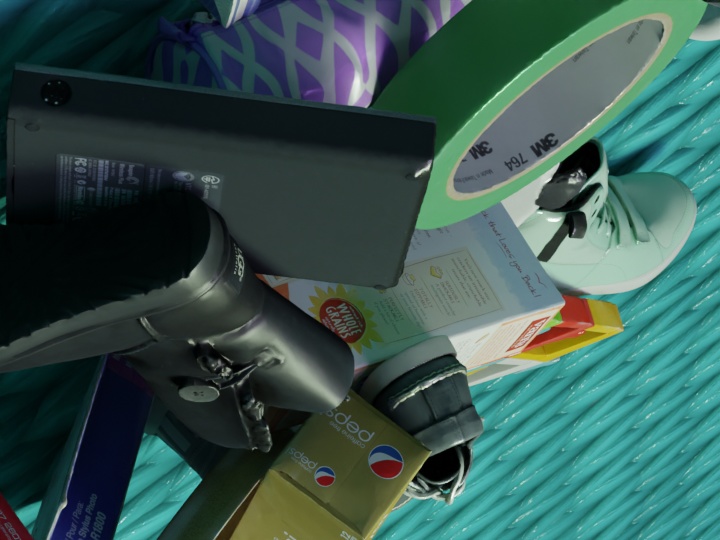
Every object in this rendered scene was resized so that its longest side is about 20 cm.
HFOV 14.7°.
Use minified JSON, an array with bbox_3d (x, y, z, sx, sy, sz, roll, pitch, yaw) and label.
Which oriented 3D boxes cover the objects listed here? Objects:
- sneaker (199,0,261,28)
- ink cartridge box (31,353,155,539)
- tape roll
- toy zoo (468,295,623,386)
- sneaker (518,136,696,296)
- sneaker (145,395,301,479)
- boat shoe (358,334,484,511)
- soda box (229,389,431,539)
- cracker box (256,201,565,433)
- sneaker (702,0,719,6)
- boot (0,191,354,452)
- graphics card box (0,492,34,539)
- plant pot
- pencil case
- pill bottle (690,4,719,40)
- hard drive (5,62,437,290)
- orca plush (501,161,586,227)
[{"bbox_3d":[-0.032,-0.206,1.261,0.115,0.081,0.200,-28,149,-25],"label":"sneaker"},{"bbox_3d":[-0.152,0.134,1.522,0.197,0.043,0.201,-78,-169,-51],"label":"ink cartridge box"},{"bbox_3d":[0.091,-0.103,1.463,0.200,0.048,0.201,-34,165,-10],"label":"tape roll"},{"bbox_3d":[0.090,0.048,1.821,0.131,0.021,0.200,-21,168,22],"label":"toy zoo"},{"bbox_3d":[0.159,-0.042,1.796,0.200,0.074,0.118,-20,154,-35],"label":"sneaker"},{"bbox_3d":[-0.038,0.093,1.664,0.199,0.116,0.075,-19,149,-47],"label":"sneaker"},{"bbox_3d":[0.027,0.103,1.542,0.072,0.062,0.200,-25,161,-19],"label":"boat shoe"},{"bbox_3d":[-0.028,0.140,1.519,0.068,0.064,0.200,-51,174,-30],"label":"soda box"},{"bbox_3d":[0.000,0.000,1.546,0.199,0.134,0.058,-15,155,-40],"label":"cracker box"},{"bbox_3d":[0.182,-0.189,1.415,0.080,0.200,0.074,18,116,-17],"label":"sneaker"},{"bbox_3d":[-0.120,0.040,1.393,0.199,0.077,0.168,-14,145,20],"label":"boot"},{"bbox_3d":[-0.271,0.131,1.376,0.199,0.126,0.051,-17,151,-42],"label":"graphics card box"},{"bbox_3d":[-0.101,0.162,1.508,0.201,0.027,0.200,-55,177,-5],"label":"plant pot"},{"bbox_3d":[-0.019,-0.120,1.422,0.199,0.084,0.086,-27,117,-33],"label":"pencil case"},{"bbox_3d":[0.255,-0.209,1.647,0.199,0.109,0.109,-20,147,-39],"label":"pill bottle"},{"bbox_3d":[-0.070,-0.042,1.346,0.198,0.033,0.140,8,154,-4],"label":"hard drive"},{"bbox_3d":[0.082,-0.101,1.646,0.104,0.071,0.201,2,139,8],"label":"orca plush"}]
